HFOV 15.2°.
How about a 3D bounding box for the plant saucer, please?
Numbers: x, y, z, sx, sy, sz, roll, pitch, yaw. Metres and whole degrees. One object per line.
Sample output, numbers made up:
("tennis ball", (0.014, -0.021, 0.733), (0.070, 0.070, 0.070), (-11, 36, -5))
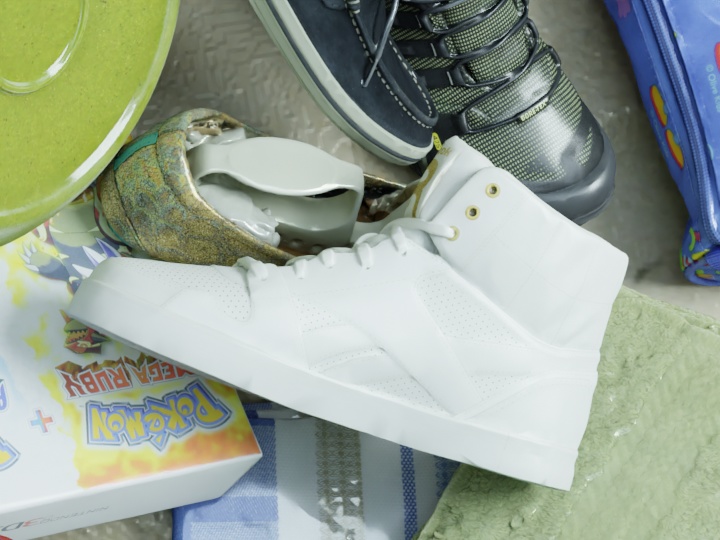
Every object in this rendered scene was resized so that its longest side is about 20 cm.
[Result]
("plant saucer", (-0.124, -0.092, 0.950), (0.031, 0.200, 0.200), (21, 69, 33))

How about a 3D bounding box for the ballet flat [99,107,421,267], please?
("ballet flat", (-0.002, -0.016, 1.055), (0.200, 0.071, 0.071), (16, 73, -25))

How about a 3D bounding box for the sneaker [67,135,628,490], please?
("sneaker", (0.000, 0.000, 1.000), (0.200, 0.074, 0.116), (17, 90, -15))

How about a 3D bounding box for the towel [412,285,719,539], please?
("towel", (0.107, 0.099, 1.042), (0.148, 0.036, 0.200), (24, 61, 20))

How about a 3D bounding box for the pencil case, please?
("pencil case", (0.145, -0.091, 1.122), (0.087, 0.078, 0.200), (-6, 75, -42))

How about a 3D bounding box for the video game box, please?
("video game box", (-0.157, 0.015, 1.009), (0.200, 0.047, 0.182), (-10, 70, -36))

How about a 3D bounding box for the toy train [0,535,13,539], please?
("toy train", (-0.136, 0.146, 0.906), (0.200, 0.085, 0.116), (45, 75, -27))

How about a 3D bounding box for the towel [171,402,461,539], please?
("towel", (0.023, 0.121, 1.078), (0.200, 0.024, 0.147), (-1, 76, -11))

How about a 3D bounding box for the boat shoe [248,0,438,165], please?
("boat shoe", (-0.012, -0.119, 1.015), (0.062, 0.075, 0.200), (-26, 126, 9))

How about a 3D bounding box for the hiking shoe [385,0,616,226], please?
("hiking shoe", (0.033, -0.101, 1.093), (0.076, 0.101, 0.200), (-40, 86, -16))
